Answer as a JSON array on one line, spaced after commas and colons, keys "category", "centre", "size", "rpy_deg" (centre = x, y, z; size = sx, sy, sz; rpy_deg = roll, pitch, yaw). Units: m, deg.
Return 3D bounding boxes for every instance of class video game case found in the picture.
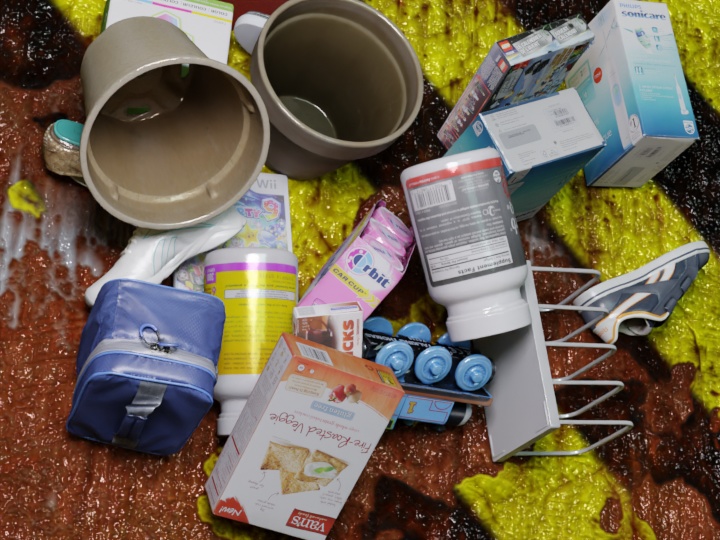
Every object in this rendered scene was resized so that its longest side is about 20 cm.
[{"category": "video game case", "centre": [-0.147, -0.024, 1.730], "size": [0.143, 0.018, 0.200], "rpy_deg": [4, 66, -21]}]

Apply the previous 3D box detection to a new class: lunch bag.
[{"category": "lunch bag", "centre": [-0.218, 0.106, 1.533], "size": [0.136, 0.200, 0.133], "rpy_deg": [12, 60, -14]}]

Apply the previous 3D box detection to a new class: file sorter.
[{"category": "file sorter", "centre": [0.222, 0.107, 1.758], "size": [0.124, 0.139, 0.200], "rpy_deg": [2, 67, -25]}]

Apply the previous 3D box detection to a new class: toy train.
[{"category": "toy train", "centre": [0.058, 0.123, 1.697], "size": [0.200, 0.114, 0.087], "rpy_deg": [11, 21, -29]}]

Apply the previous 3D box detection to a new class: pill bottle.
[{"category": "pill bottle", "centre": [-0.119, 0.079, 1.633], "size": [0.104, 0.104, 0.200], "rpy_deg": [3, 81, -22]}, {"category": "pill bottle", "centre": [0.121, -0.028, 1.672], "size": [0.116, 0.116, 0.200], "rpy_deg": [-14, 91, -27]}]

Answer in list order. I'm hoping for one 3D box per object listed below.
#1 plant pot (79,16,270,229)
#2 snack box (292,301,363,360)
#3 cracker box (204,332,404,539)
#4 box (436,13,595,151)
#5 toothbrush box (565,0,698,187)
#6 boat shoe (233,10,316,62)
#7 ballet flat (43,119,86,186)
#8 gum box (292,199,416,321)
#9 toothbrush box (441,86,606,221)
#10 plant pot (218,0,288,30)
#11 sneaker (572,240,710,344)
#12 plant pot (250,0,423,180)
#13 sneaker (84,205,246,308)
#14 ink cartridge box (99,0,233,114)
[{"category": "plant pot", "centre": [-0.218, -0.177, 1.607], "size": [0.200, 0.201, 0.184], "rpy_deg": [-1, 34, -23]}, {"category": "snack box", "centre": [-0.036, 0.127, 1.602], "size": [0.072, 0.200, 0.024], "rpy_deg": [-6, 30, -13]}, {"category": "cracker box", "centre": [-0.060, 0.178, 1.570], "size": [0.134, 0.200, 0.058], "rpy_deg": [19, 19, -24]}, {"category": "box", "centre": [0.189, -0.227, 1.856], "size": [0.137, 0.200, 0.040], "rpy_deg": [-23, 71, -30]}, {"category": "toothbrush box", "centre": [0.345, -0.228, 1.946], "size": [0.085, 0.146, 0.200], "rpy_deg": [2, 67, -22]}, {"category": "boat shoe", "centre": [-0.065, -0.273, 1.843], "size": [0.200, 0.069, 0.057], "rpy_deg": [24, 62, -27]}, {"category": "ballet flat", "centre": [-0.263, -0.112, 1.695], "size": [0.200, 0.065, 0.071], "rpy_deg": [20, 37, -12]}, {"category": "gum box", "centre": [0.000, 0.000, 1.674], "size": [0.066, 0.114, 0.200], "rpy_deg": [39, 16, -4]}, {"category": "toothbrush box", "centre": [0.176, -0.122, 1.805], "size": [0.146, 0.200, 0.085], "rpy_deg": [-18, 73, -27]}, {"category": "plant pot", "centre": [-0.085, -0.413, 1.839], "size": [0.200, 0.176, 0.200], "rpy_deg": [10, 64, -19]}, {"category": "sneaker", "centre": [0.367, 0.033, 1.888], "size": [0.200, 0.078, 0.079], "rpy_deg": [-24, 73, -18]}, {"category": "plant pot", "centre": [-0.049, -0.195, 1.757], "size": [0.200, 0.174, 0.200], "rpy_deg": [9, 64, -18]}, {"category": "sneaker", "centre": [-0.226, -0.030, 1.649], "size": [0.200, 0.070, 0.080], "rpy_deg": [-36, 103, -19]}, {"category": "ink cartridge box", "centre": [-0.233, -0.225, 1.742], "size": [0.148, 0.076, 0.200], "rpy_deg": [11, 60, -14]}]
